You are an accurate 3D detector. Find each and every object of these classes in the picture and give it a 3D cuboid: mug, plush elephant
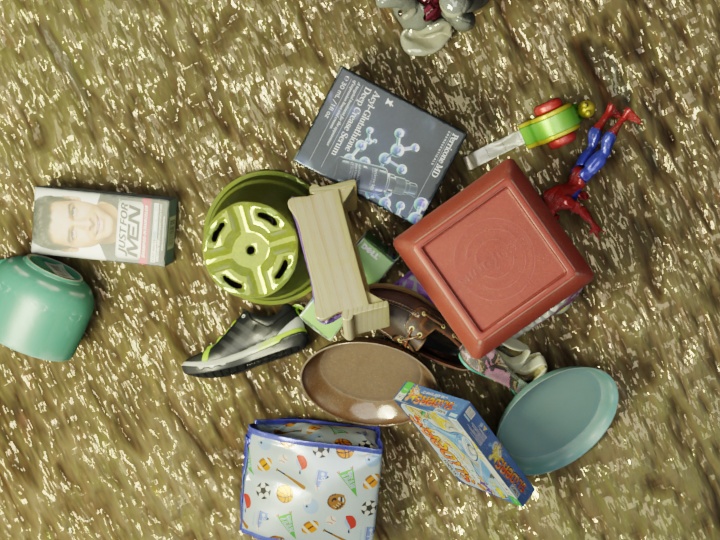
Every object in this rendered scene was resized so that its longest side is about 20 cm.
[{"bbox_3d":[-0.478,0.038,1.657,0.185,0.152,0.115,27,98,-2],"label":"mug"},{"bbox_3d":[0.094,-0.386,1.575,0.155,0.200,0.165,-22,82,28],"label":"plush elephant"}]

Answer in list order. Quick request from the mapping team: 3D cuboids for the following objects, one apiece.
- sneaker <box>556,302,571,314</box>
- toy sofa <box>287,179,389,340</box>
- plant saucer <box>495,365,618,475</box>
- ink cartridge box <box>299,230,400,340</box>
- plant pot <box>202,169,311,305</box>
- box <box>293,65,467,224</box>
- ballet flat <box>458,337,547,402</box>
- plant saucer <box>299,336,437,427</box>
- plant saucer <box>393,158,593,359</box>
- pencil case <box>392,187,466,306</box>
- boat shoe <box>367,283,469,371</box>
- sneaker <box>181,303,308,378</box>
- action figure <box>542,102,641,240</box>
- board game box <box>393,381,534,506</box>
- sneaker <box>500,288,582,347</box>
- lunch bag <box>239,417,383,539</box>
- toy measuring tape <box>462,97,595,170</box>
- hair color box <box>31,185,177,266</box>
[{"bbox_3d":[0.242,-0.024,1.640,0.075,0.076,0.200,-28,95,5],"label":"sneaker"},{"bbox_3d":[-0.030,-0.013,1.533,0.097,0.083,0.201,-14,68,-4],"label":"toy sofa"},{"bbox_3d":[0.277,0.211,1.643,0.200,0.027,0.201,-13,128,-18],"label":"plant saucer"},{"bbox_3d":[0.000,0.000,1.645,0.059,0.104,0.200,39,98,-2],"label":"ink cartridge box"},{"bbox_3d":[-0.140,-0.038,1.609,0.200,0.184,0.201,0,96,4],"label":"plant pot"},{"bbox_3d":[0.029,-0.175,1.620,0.200,0.107,0.149,27,97,-1],"label":"box"},{"bbox_3d":[0.218,0.136,1.617,0.071,0.069,0.200,-41,134,17],"label":"ballet flat"},{"bbox_3d":[0.014,0.155,1.655,0.200,0.037,0.201,5,137,5],"label":"plant saucer"},{"bbox_3d":[0.177,-0.014,1.526,0.199,0.037,0.200,-35,90,5],"label":"plant saucer"},{"bbox_3d":[0.129,-0.022,1.616,0.085,0.084,0.200,28,119,-13],"label":"pencil case"},{"bbox_3d":[0.083,0.081,1.598,0.200,0.070,0.070,22,132,-23],"label":"boat shoe"},{"bbox_3d":[-0.171,0.101,1.698,0.199,0.072,0.083,-17,75,4],"label":"sneaker"},{"bbox_3d":[0.332,-0.127,1.624,0.099,0.065,0.200,41,85,-31],"label":"action figure"},{"bbox_3d":[0.146,0.244,1.614,0.034,0.135,0.200,-50,122,-20],"label":"board game box"},{"bbox_3d":[0.226,0.042,1.618,0.200,0.080,0.089,-37,80,42],"label":"sneaker"},{"bbox_3d":[-0.075,0.309,1.680,0.199,0.124,0.171,4,100,-3],"label":"lunch bag"},{"bbox_3d":[0.240,-0.192,1.623,0.200,0.074,0.074,-24,95,6],"label":"toy measuring tape"},{"bbox_3d":[-0.375,-0.066,1.684,0.199,0.061,0.099,6,98,4],"label":"hair color box"}]
